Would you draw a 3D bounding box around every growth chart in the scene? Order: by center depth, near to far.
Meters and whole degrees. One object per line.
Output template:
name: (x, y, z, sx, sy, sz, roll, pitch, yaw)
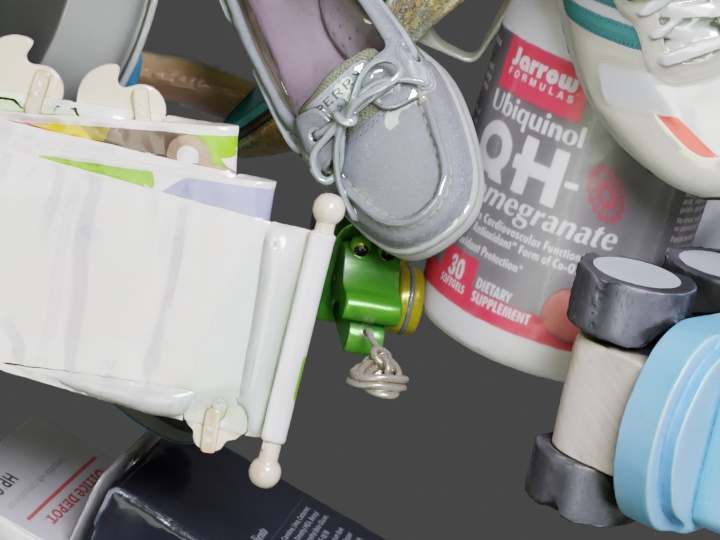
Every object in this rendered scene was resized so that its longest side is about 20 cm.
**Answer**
growth chart: (-0.105, -0.010, 0.860, 0.199, 0.018, 0.146, 20, 97, 4)

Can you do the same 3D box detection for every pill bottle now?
pill bottle: (0.104, -0.060, 0.905, 0.110, 0.111, 0.201, 20, 107, 8)

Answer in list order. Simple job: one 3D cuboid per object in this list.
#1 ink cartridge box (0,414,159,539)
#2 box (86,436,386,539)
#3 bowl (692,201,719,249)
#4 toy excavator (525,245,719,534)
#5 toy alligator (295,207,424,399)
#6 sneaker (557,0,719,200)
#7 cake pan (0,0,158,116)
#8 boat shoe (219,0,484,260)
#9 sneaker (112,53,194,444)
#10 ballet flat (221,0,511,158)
ink cartridge box: (-0.176, 0.150, 1.020, 0.068, 0.116, 0.201, 29, 107, 4)
box: (-0.060, 0.215, 1.007, 0.199, 0.117, 0.197, 29, 107, 4)
bowl: (0.217, 0.050, 0.915, 0.200, 0.090, 0.203, 3, 104, 12)
toy excavator: (0.194, 0.069, 0.817, 0.199, 0.194, 0.101, 26, 110, 36)
toy alligator: (0.000, 0.000, 0.904, 0.059, 0.200, 0.055, 9, 103, -11)
sneaker: (0.107, -0.120, 0.792, 0.070, 0.093, 0.201, -20, 92, 3)
cake pan: (-0.155, -0.147, 0.926, 0.200, 0.037, 0.202, -8, 80, 49)
boat shoe: (-0.016, -0.093, 0.879, 0.074, 0.065, 0.203, -35, 65, 20)
sneaker: (-0.108, -0.013, 0.987, 0.082, 0.073, 0.201, -24, 96, 19)
ballet flat: (0.018, -0.106, 0.943, 0.071, 0.071, 0.200, 45, 108, 0)
